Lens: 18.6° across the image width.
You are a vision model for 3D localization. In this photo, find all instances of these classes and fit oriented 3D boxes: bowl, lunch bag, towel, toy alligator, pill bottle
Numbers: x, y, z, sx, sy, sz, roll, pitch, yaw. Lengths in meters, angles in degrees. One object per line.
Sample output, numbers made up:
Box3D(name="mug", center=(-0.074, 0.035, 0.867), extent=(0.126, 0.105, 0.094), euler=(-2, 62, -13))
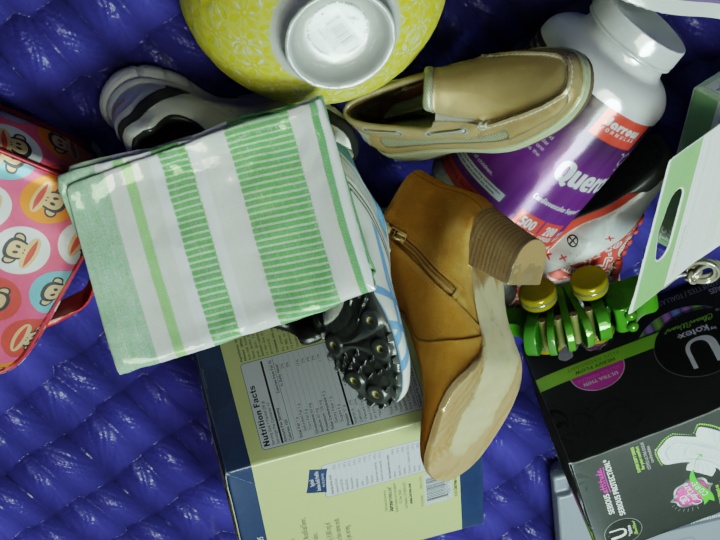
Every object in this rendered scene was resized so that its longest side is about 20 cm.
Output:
Box3D(name="bowl", center=(-0.024, -0.188, 1.552), extent=(0.199, 0.108, 0.201), euler=(-7, 128, -9))
Box3D(name="lunch bag", center=(-0.273, -0.019, 1.630), extent=(0.176, 0.082, 0.200), euler=(22, 118, -28))
Box3D(name="towel", center=(-0.101, -0.026, 1.557), extent=(0.199, 0.023, 0.153), euler=(-17, 94, 7))
Box3D(name="toy alligator", center=(0.191, 0.033, 1.727), extent=(0.199, 0.054, 0.059), euler=(-12, 131, 2))
Box3D(name="pill bottle", center=(0.150, -0.113, 1.651), extent=(0.112, 0.113, 0.200), euler=(26, 117, -29))

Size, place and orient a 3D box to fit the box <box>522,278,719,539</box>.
Box3D(name="box", center=(0.257, 0.117, 1.828), extent=(0.199, 0.149, 0.125), euler=(-20, 130, 0))

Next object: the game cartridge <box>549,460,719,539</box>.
Box3D(name="game cartridge", center=(0.269, 0.206, 1.972), extent=(0.199, 0.042, 0.134), euler=(-12, 133, -6))

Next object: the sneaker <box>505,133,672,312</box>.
Box3D(name="sneaker", center=(0.190, -0.021, 1.762), extent=(0.201, 0.067, 0.108), euler=(-39, 127, 20))

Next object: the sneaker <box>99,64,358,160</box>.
Box3D(name="sneaker", center=(-0.093, -0.093, 1.625), extent=(0.199, 0.080, 0.074), euler=(6, 122, -21))

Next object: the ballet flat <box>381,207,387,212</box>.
Box3D(name="ballet flat", center=(-0.041, -0.014, 1.718), extent=(0.199, 0.067, 0.064), euler=(-14, 101, -5))

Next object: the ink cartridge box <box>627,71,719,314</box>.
Box3D(name="ink cartridge box", center=(0.257, -0.071, 1.682), extent=(0.200, 0.048, 0.146), euler=(-30, 141, -42))

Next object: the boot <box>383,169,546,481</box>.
Box3D(name="boot", center=(0.054, 0.038, 1.623), extent=(0.071, 0.144, 0.202), euler=(9, 104, -44))

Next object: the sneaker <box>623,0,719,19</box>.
Box3D(name="sneaker", center=(0.255, -0.246, 1.613), extent=(0.199, 0.073, 0.115), euler=(4, 118, -26))

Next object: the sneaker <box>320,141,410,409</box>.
Box3D(name="sneaker", center=(0.000, 0.000, 1.602), extent=(0.072, 0.201, 0.072), euler=(-20, 176, 43))

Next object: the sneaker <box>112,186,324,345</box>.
Box3D(name="sneaker", center=(-0.094, -0.004, 1.608), extent=(0.199, 0.091, 0.066), euler=(25, 127, -26))

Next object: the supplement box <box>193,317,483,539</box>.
Box3D(name="supplement box", center=(-0.016, 0.125, 1.737), extent=(0.199, 0.135, 0.200), euler=(-14, 147, -5))

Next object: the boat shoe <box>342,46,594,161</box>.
Box3D(name="boat shoe", center=(0.072, -0.122, 1.593), extent=(0.199, 0.072, 0.076), euler=(-16, 155, 38))
